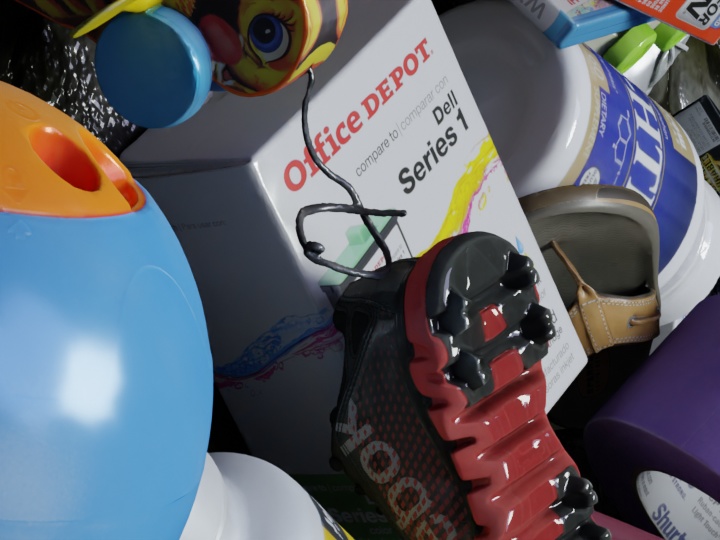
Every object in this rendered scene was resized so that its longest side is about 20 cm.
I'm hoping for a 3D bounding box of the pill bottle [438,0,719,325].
[{"bbox_3d":[0.102,-0.044,1.332,0.200,0.119,0.120,30,55,-52],"label":"pill bottle"}]

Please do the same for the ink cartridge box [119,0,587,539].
[{"bbox_3d":[0.000,0.000,1.158,0.145,0.084,0.201,-47,122,-40],"label":"ink cartridge box"}]

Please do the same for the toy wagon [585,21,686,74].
[{"bbox_3d":[0.091,-0.164,1.370,0.155,0.040,0.200,47,32,8],"label":"toy wagon"}]

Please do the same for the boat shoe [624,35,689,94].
[{"bbox_3d":[0.152,-0.137,1.495,0.072,0.068,0.200,59,36,-31],"label":"boat shoe"}]

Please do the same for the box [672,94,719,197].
[{"bbox_3d":[0.255,0.010,1.576,0.200,0.046,0.159,47,14,-43],"label":"box"}]

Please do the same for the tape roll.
[{"bbox_3d":[0.205,0.112,1.256,0.085,0.200,0.200,-44,126,-14],"label":"tape roll"}]

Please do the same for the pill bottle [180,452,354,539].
[{"bbox_3d":[-0.044,0.141,1.035,0.200,0.111,0.113,48,42,-42],"label":"pill bottle"}]

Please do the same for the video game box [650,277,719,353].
[{"bbox_3d":[0.195,0.102,1.516,0.182,0.047,0.201,50,41,-44],"label":"video game box"}]

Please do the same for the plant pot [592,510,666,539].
[{"bbox_3d":[0.104,0.193,1.167,0.200,0.179,0.200,-45,156,-26],"label":"plant pot"}]

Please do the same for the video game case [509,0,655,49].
[{"bbox_3d":[0.060,-0.189,1.298,0.200,0.018,0.143,46,28,13],"label":"video game case"}]

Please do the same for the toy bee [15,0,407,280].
[{"bbox_3d":[-0.047,-0.106,1.024,0.199,0.109,0.131,27,32,-9],"label":"toy bee"}]

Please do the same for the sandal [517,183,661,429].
[{"bbox_3d":[0.107,0.027,1.271,0.200,0.081,0.055,82,-7,-53],"label":"sandal"}]

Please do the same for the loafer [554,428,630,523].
[{"bbox_3d":[0.117,0.176,1.347,0.072,0.073,0.201,3,69,-49],"label":"loafer"}]

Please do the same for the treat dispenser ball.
[{"bbox_3d":[-0.144,0.037,0.812,0.201,0.200,0.202,26,59,-54],"label":"treat dispenser ball"}]

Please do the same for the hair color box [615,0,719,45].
[{"bbox_3d":[0.093,-0.192,1.256,0.199,0.064,0.111,21,31,-32],"label":"hair color box"}]

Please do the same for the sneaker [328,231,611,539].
[{"bbox_3d":[0.039,0.083,1.065,0.071,0.098,0.202,-26,107,-44],"label":"sneaker"}]
